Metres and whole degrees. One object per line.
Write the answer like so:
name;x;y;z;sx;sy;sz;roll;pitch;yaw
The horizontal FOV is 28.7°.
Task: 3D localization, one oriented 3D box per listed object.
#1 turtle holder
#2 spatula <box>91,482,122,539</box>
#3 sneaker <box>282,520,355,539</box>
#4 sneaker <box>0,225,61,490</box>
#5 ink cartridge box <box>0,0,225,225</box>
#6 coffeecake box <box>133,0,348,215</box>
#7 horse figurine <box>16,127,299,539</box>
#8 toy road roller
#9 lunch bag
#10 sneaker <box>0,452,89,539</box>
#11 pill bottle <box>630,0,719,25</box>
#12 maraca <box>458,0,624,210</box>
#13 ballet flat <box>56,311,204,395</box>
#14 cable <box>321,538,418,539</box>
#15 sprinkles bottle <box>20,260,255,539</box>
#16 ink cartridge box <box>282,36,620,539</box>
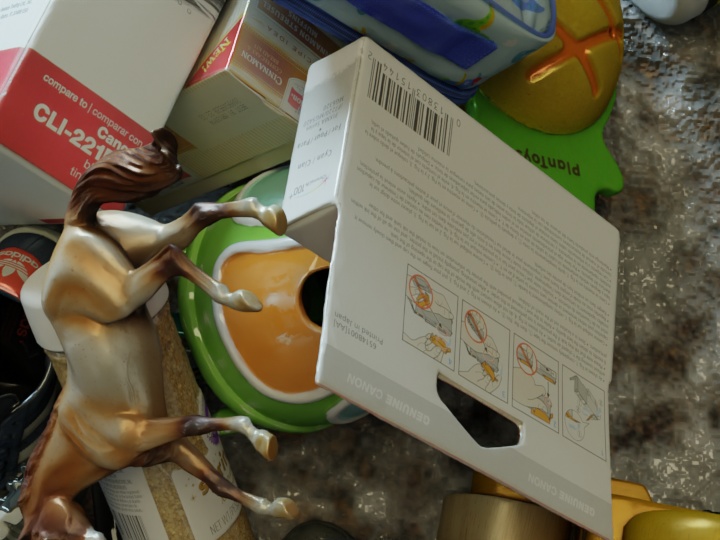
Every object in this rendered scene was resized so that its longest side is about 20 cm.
turtle holder;-0.001;0.010;0.746;0.131;0.184;0.143;-22;68;42
spatula;-0.130;0.189;0.765;0.056;0.021;0.202;-8;72;-6
sneaker;-0.021;0.222;0.701;0.074;0.116;0.202;-1;73;2
sneaker;-0.196;0.079;0.731;0.074;0.085;0.202;14;107;5
ink cartridge box;-0.143;-0.130;0.711;0.083;0.144;0.202;33;72;-33
coffeecake box;-0.071;-0.148;0.778;0.153;0.073;0.202;-17;50;44
horse figurine;-0.094;0.033;0.608;0.131;0.050;0.202;5;108;23
toy road roller;0.132;0.163;0.697;0.198;0.146;0.124;10;73;5
lunch bag;0.006;-0.178;0.672;0.082;0.199;0.162;-31;55;32
sneaker;-0.167;0.169;0.716;0.090;0.067;0.201;34;118;-4
pill bottle;0.241;-0.240;0.833;0.199;0.113;0.113;-30;74;-7
maraca;0.095;-0.121;0.800;0.136;0.107;0.202;7;64;-27
ballet flat;-0.157;0.048;0.795;0.198;0.074;0.075;11;74;8
cable;0.011;0.193;0.646;0.198;0.051;0.164;10;47;28
sprinkles bottle;-0.105;0.086;0.707;0.068;0.068;0.202;-18;113;-3
ink cartridge box;0.046;0.016;0.661;0.044;0.199;0.178;-21;49;41
